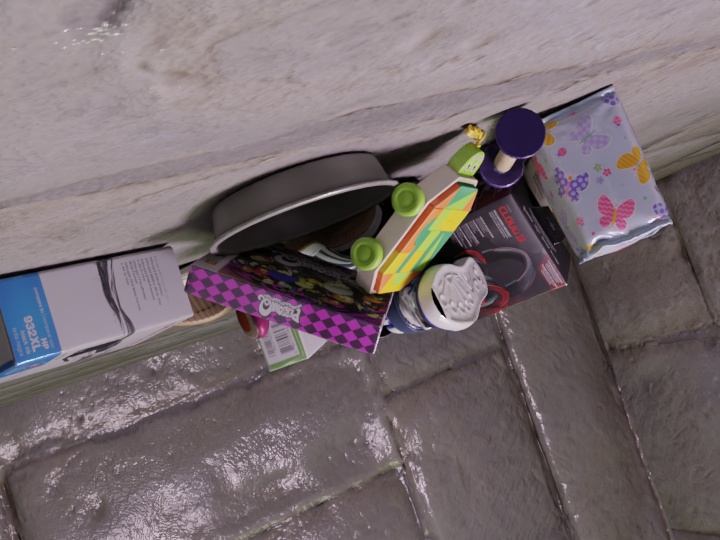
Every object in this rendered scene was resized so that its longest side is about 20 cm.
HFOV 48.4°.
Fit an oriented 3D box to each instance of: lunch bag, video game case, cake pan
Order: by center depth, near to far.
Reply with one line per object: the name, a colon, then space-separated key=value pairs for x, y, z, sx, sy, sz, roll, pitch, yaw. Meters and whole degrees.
cake pan: x=-0.059 y=-0.066 z=0.790 sx=0.198 sy=0.037 sz=0.200 roll=-19 pitch=176 yaw=-2
video game case: x=-0.065 y=0.018 z=0.857 sx=0.198 sy=0.036 sz=0.181 roll=18 pitch=-166 yaw=3
lunch bag: x=0.279 y=-0.106 z=0.951 sx=0.126 sy=0.171 sz=0.200 roll=-23 pitch=172 yaw=8

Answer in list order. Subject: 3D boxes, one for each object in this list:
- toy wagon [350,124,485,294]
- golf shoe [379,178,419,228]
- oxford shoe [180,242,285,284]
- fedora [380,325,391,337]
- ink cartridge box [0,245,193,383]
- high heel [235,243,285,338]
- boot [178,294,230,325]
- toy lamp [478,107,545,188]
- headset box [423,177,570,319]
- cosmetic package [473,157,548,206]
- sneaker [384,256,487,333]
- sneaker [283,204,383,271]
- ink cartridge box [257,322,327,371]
toy wagon: x=0.071 y=-0.060 z=0.833 sx=0.201 sy=0.040 sz=0.155 roll=-52 pitch=162 yaw=18
golf shoe: x=0.052 y=-0.083 z=0.973 sx=0.094 sy=0.078 sz=0.200 roll=-36 pitch=180 yaw=-8
oxford shoe: x=-0.178 y=0.008 z=1.080 sx=0.198 sy=0.058 sz=0.075 roll=-16 pitch=177 yaw=-27
fedora: x=0.000 y=0.000 z=1.126 sx=0.092 sy=0.201 sz=0.200 roll=-43 pitch=167 yaw=21
ink cartridge box: x=-0.298 y=0.048 z=0.829 sx=0.144 sy=0.085 sz=0.199 roll=-24 pitch=174 yaw=43
high heel: x=-0.110 y=0.014 z=0.966 sx=0.095 sy=0.068 sz=0.200 roll=-11 pitch=-147 yaw=-14
boot: x=-0.215 y=0.041 z=1.207 sx=0.198 sy=0.073 sz=0.166 roll=-22 pitch=175 yaw=-18
toy lamp: x=0.163 y=-0.130 z=0.893 sx=0.058 sy=0.059 sz=0.200 roll=-19 pitch=173 yaw=1
headset box: x=0.170 y=-0.028 z=1.048 sx=0.199 sy=0.149 sz=0.075 roll=-24 pitch=-157 yaw=31
cosmetic package: x=0.164 y=-0.085 z=1.130 sx=0.199 sy=0.088 sz=0.103 roll=-23 pitch=-168 yaw=28
sneaker: x=0.065 y=0.048 z=0.967 sx=0.145 sy=0.081 sz=0.200 roll=-26 pitch=-179 yaw=24
sneaker: x=-0.004 y=-0.029 z=0.962 sx=0.108 sy=0.071 sz=0.199 roll=29 pitch=158 yaw=-25
ink cartridge box: x=-0.095 y=0.065 z=1.118 sx=0.059 sy=0.105 sz=0.200 roll=-20 pitch=-178 yaw=10
